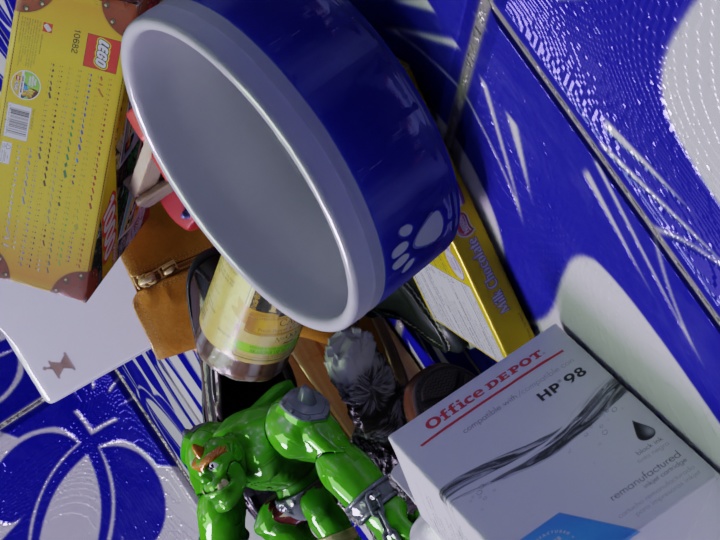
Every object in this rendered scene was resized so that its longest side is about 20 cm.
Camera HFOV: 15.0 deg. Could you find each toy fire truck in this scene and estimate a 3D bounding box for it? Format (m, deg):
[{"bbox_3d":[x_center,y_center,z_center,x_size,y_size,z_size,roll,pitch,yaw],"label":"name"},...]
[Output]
[{"bbox_3d":[-0.096,-0.073,1.680,0.049,0.141,0.200,56,146,9],"label":"toy fire truck"}]

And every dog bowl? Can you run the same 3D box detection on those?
[{"bbox_3d":[-0.039,-0.070,1.476,0.200,0.079,0.200,45,159,23],"label":"dog bowl"}]

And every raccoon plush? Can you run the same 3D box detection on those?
[{"bbox_3d":[0.010,0.097,1.776,0.134,0.097,0.201,12,134,50],"label":"raccoon plush"}]

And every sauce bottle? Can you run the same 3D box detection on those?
[{"bbox_3d":[-0.047,-0.022,1.644,0.065,0.065,0.201,50,137,32],"label":"sauce bottle"}]

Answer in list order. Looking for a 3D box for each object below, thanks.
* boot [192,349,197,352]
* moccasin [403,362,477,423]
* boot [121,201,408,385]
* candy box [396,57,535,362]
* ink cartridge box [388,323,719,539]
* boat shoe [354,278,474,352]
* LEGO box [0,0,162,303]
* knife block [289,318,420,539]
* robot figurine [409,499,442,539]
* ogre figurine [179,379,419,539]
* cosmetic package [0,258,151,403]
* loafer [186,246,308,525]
[{"bbox_3d":[-0.077,0.065,2.016,0.200,0.071,0.144,23,161,-9],"label":"boot"},{"bbox_3d":[0.092,0.145,1.711,0.202,0.074,0.078,50,162,-12],"label":"moccasin"},{"bbox_3d":[-0.071,0.026,1.829,0.202,0.144,0.071,59,177,3],"label":"boot"},{"bbox_3d":[0.035,-0.040,1.531,0.102,0.026,0.200,38,158,59],"label":"candy box"},{"bbox_3d":[0.096,0.108,1.444,0.200,0.116,0.067,44,164,49],"label":"ink cartridge box"},{"bbox_3d":[-0.001,-0.002,1.694,0.199,0.066,0.075,49,165,38],"label":"boat shoe"},{"bbox_3d":[-0.169,-0.104,1.698,0.149,0.077,0.201,-63,-13,-64],"label":"LEGO box"},{"bbox_3d":[0.028,0.096,1.907,0.064,0.175,0.201,99,-178,-73],"label":"knife block"},{"bbox_3d":[0.106,0.173,1.589,0.200,0.113,0.170,54,135,12],"label":"robot figurine"},{"bbox_3d":[-0.049,0.139,1.709,0.120,0.098,0.200,63,160,-4],"label":"ogre figurine"},{"bbox_3d":[-0.202,-0.031,2.102,0.168,0.166,0.200,60,-171,-14],"label":"cosmetic package"},{"bbox_3d":[-0.070,0.085,1.770,0.063,0.072,0.201,-116,10,-76],"label":"loafer"}]
